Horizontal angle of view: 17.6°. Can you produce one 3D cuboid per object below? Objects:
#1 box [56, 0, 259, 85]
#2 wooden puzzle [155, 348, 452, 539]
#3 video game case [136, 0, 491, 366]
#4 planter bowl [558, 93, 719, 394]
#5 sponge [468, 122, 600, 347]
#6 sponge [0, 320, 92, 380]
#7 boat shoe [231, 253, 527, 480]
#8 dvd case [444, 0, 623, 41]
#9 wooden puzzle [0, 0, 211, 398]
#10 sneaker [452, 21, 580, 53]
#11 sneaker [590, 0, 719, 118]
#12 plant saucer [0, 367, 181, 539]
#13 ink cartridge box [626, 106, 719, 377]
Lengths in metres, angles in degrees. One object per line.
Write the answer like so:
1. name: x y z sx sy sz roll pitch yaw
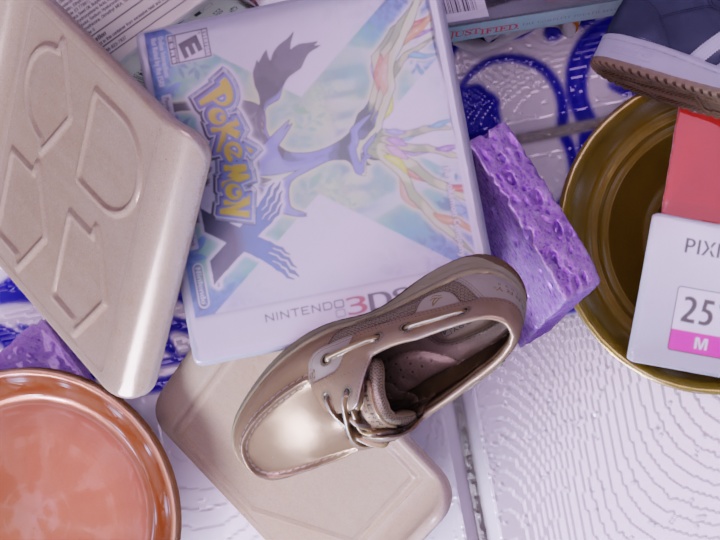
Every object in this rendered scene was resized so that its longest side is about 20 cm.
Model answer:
1. box: -0.179 -0.224 1.543 0.128 0.109 0.200 -34 82 8
2. wooden puzzle: -0.037 0.113 1.498 0.200 0.037 0.185 50 140 10
3. video game case: -0.026 -0.059 1.351 0.182 0.022 0.200 -11 85 9
4. planter bowl: 0.228 -0.022 1.473 0.200 0.083 0.201 0 88 11
5. sponge: 0.094 -0.018 1.440 0.030 0.200 0.112 -31 84 -9
6. sponge: -0.254 0.139 1.580 0.200 0.030 0.112 -40 82 7
7. boat shoe: 0.006 0.063 1.311 0.200 0.065 0.071 -36 111 20
8. dvd case: 0.083 -0.240 1.481 0.146 0.022 0.200 -11 63 -9
9. wooden puzzle: -0.161 -0.051 1.383 0.200 0.046 0.185 40 128 35
10. sneaker: 0.052 -0.190 1.507 0.200 0.078 0.080 2 67 10
11. sneaker: 0.246 -0.140 1.389 0.200 0.070 0.109 20 81 24
12. plant saucer: -0.215 0.163 1.534 0.200 0.032 0.201 0 91 8
13. ink cartridge box: 0.274 -0.013 1.401 0.200 0.044 0.174 10 91 11
